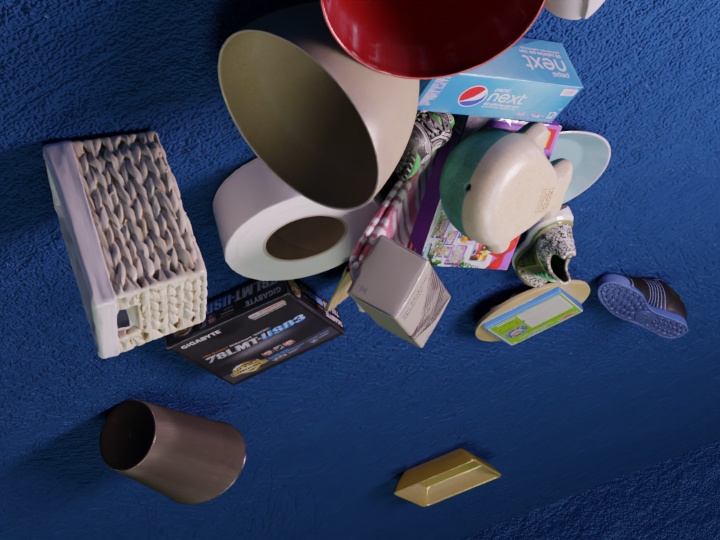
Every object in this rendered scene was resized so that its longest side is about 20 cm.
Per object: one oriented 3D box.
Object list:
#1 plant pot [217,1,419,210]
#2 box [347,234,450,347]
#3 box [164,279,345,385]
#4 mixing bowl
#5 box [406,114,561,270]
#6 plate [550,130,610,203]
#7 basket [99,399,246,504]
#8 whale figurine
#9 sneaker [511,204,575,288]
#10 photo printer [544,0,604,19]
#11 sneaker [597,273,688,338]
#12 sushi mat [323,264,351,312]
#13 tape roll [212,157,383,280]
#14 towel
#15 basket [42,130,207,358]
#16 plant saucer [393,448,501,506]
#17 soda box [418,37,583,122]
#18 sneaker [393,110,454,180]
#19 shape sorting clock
[{"bbox_3d":[-0.020,-0.179,1.153,0.134,0.200,0.201,-45,167,-29],"label":"plant pot"},{"bbox_3d":[0.049,0.029,1.427,0.083,0.068,0.200,-60,164,-4],"label":"box"},{"bbox_3d":[-0.149,0.084,1.713,0.199,0.050,0.198,-25,154,13],"label":"box"},{"bbox_3d":[0.058,-0.278,1.034,0.198,0.109,0.201,-5,138,-5],"label":"mixing bowl"},{"bbox_3d":[0.146,-0.097,1.441,0.136,0.039,0.201,3,119,-29],"label":"box"},{"bbox_3d":[0.226,-0.128,1.554,0.198,0.026,0.201,-15,153,-7],"label":"plate"},{"bbox_3d":[-0.310,0.285,1.916,0.179,0.137,0.200,-20,151,21],"label":"basket"},{"bbox_3d":[0.166,-0.101,1.376,0.199,0.103,0.160,-8,120,-52],"label":"whale figurine"},{"bbox_3d":[0.271,-0.010,1.740,0.076,0.089,0.200,-14,154,-7],"label":"sneaker"},{"bbox_3d":[0.214,-0.333,1.014,0.167,0.069,0.200,-53,161,-19],"label":"photo printer"},{"bbox_3d":[0.467,0.042,2.000,0.199,0.078,0.070,29,135,-28],"label":"sneaker"},{"bbox_3d":[0.000,0.000,1.593,0.096,0.012,0.200,-41,174,-18],"label":"sushi mat"},{"bbox_3d":[-0.073,-0.067,1.437,0.200,0.071,0.203,-14,153,-7],"label":"tape roll"},{"bbox_3d":[0.049,-0.054,1.447,0.201,0.030,0.147,-58,163,-17],"label":"towel"},{"bbox_3d":[-0.245,-0.033,1.260,0.122,0.201,0.136,-16,155,-16],"label":"basket"},{"bbox_3d":[0.187,0.449,2.635,0.199,0.049,0.200,-25,153,14],"label":"plant saucer"},{"bbox_3d":[0.137,-0.210,1.288,0.198,0.068,0.064,1,147,-33],"label":"soda box"},{"bbox_3d":[0.057,-0.154,1.293,0.085,0.078,0.200,-32,-171,7],"label":"sneaker"},{"bbox_3d":[0.277,0.064,1.945,0.198,0.040,0.200,-16,154,-8],"label":"shape sorting clock"}]
